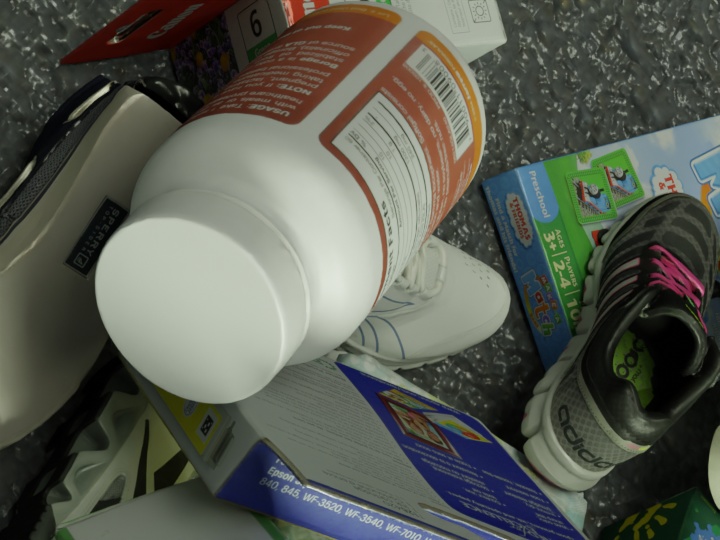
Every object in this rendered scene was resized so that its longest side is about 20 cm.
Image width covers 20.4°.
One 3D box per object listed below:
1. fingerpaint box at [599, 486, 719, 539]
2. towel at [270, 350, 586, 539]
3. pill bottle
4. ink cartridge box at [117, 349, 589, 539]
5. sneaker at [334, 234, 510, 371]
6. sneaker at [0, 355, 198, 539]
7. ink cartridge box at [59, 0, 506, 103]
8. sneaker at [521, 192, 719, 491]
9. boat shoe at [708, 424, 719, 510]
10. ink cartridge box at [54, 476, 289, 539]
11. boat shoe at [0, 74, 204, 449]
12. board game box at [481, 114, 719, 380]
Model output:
[{"bbox_3d":[0.196,0.246,1.061,0.200,0.073,0.167,48,38,-13],"label":"fingerpaint box"},{"bbox_3d":[0.021,0.159,1.010,0.171,0.048,0.201,31,60,-21],"label":"towel"},{"bbox_3d":[-0.029,-0.030,0.856,0.112,0.112,0.200,53,36,-10],"label":"pill bottle"},{"bbox_3d":[0.010,0.093,0.879,0.197,0.200,0.047,25,102,-29],"label":"ink cartridge box"},{"bbox_3d":[0.000,0.000,1.016,0.199,0.087,0.075,13,67,-33],"label":"sneaker"},{"bbox_3d":[-0.122,0.139,0.897,0.088,0.074,0.201,40,58,-16],"label":"sneaker"},{"bbox_3d":[-0.037,-0.111,1.009,0.199,0.109,0.051,-12,83,-36],"label":"ink cartridge box"},{"bbox_3d":[0.159,0.029,1.070,0.074,0.087,0.200,44,53,-15],"label":"sneaker"},{"bbox_3d":[0.255,0.128,1.127,0.200,0.062,0.072,35,59,-56],"label":"boat shoe"},{"bbox_3d":[-0.051,0.208,0.829,0.084,0.146,0.201,-18,116,-19],"label":"ink cartridge box"},{"bbox_3d":[-0.146,-0.005,0.934,0.075,0.093,0.200,41,85,-23],"label":"boat shoe"},{"bbox_3d":[0.176,-0.004,1.171,0.199,0.037,0.152,-16,86,-38],"label":"board game box"}]
